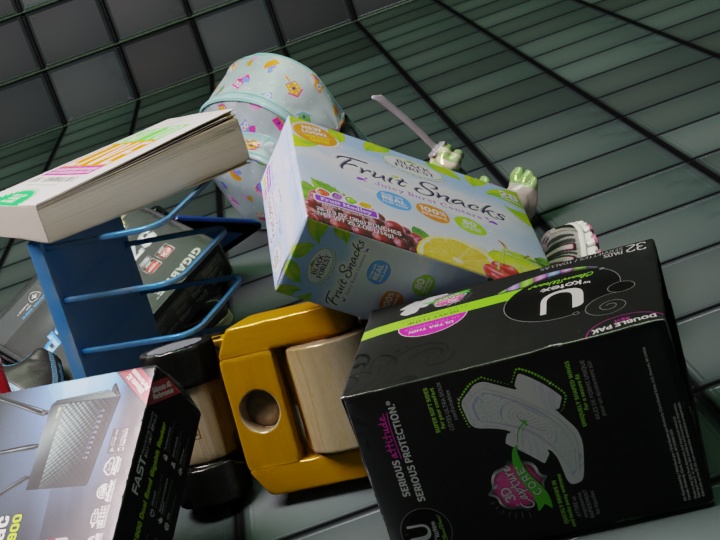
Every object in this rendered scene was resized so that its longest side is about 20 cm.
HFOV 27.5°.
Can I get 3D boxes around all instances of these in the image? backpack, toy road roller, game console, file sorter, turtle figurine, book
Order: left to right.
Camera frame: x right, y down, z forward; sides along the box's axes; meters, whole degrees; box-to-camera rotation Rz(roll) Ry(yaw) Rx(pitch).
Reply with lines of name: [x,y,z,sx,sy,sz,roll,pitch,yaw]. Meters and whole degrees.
book: [-0.210,-0.077,1.231,0.199,0.048,0.133,-29,21,-34]
game console: [-0.221,0.013,1.584,0.200,0.118,0.172,-30,32,58]
file sorter: [-0.169,0.037,1.246,0.121,0.202,0.139,-8,19,20]
backpack: [-0.095,-0.149,1.726,0.175,0.201,0.154,2,43,46]
toy road roller: [-0.057,0.088,1.102,0.198,0.124,0.146,-13,7,21]
turtle figurine: [0.066,-0.090,1.418,0.193,0.201,0.144,-7,-34,-39]

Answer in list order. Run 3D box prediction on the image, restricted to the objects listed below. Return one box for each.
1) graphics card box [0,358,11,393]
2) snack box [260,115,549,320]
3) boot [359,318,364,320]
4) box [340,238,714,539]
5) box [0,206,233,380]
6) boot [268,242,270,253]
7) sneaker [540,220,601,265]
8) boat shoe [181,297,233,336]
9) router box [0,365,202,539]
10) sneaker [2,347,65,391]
graphics card box: [-0.368,0.162,1.193,0.199,0.127,0.051,-30,29,-28]
snack box: [0.033,-0.023,1.071,0.198,0.068,0.169,19,25,-16]
boot: [0.066,0.035,1.152,0.073,0.096,0.200,1,27,37]
box: [0.106,0.081,0.929,0.198,0.125,0.149,-14,17,13]
box: [-0.242,0.031,1.403,0.158,0.046,0.200,24,64,36]
boot: [0.006,-0.062,1.596,0.198,0.071,0.146,-15,11,10]
sneaker: [0.151,0.019,1.154,0.087,0.074,0.200,-12,22,3]
boat shoe: [-0.225,0.063,1.446,0.198,0.065,0.072,-19,17,1]
router box: [-0.197,0.167,0.957,0.149,0.062,0.201,-12,48,25]
sneaker: [-0.351,0.129,1.324,0.198,0.073,0.083,-13,58,12]
